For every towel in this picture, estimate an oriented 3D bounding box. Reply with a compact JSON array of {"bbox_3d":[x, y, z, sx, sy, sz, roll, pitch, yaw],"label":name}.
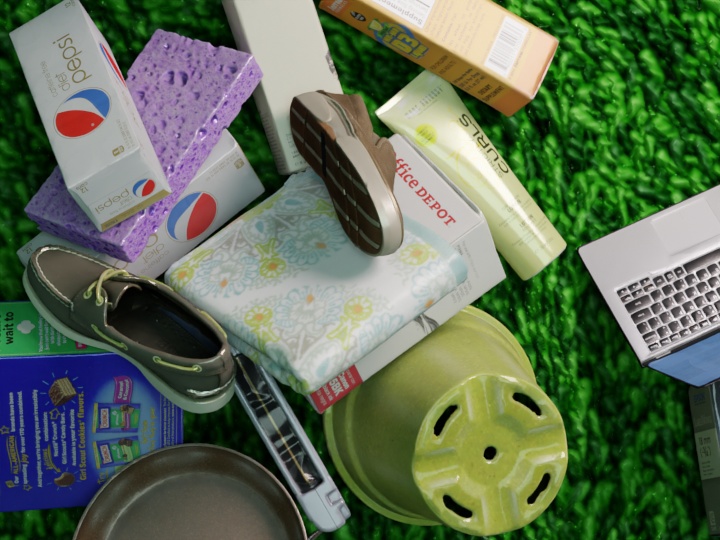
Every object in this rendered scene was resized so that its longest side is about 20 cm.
[{"bbox_3d":[-0.039,0.006,1.428,0.171,0.199,0.048,-38,134,-22],"label":"towel"}]

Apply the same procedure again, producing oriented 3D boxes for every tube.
[{"bbox_3d":[0.100,-0.083,1.592,0.052,0.058,0.200,-37,93,28],"label":"tube"}]

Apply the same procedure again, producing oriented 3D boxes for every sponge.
[{"bbox_3d":[-0.176,-0.104,1.484,0.201,0.111,0.030,-57,144,-20],"label":"sponge"}]

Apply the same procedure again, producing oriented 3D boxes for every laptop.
[{"bbox_3d":[0.316,0.002,1.557,0.186,0.116,0.201,-23,65,-9],"label":"laptop"}]

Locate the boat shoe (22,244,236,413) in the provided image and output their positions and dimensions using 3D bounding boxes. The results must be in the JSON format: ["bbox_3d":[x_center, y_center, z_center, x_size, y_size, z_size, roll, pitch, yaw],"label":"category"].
[{"bbox_3d":[-0.179,0.032,1.402,0.201,0.061,0.072,32,54,18],"label":"boat shoe"}]

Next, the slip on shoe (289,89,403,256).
[{"bbox_3d":[0.002,-0.082,1.429,0.060,0.200,0.077,-10,122,-18],"label":"slip on shoe"}]

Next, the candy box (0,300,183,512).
[{"bbox_3d":[-0.246,0.110,1.483,0.198,0.077,0.170,-3,128,-11],"label":"candy box"}]

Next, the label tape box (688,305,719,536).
[{"bbox_3d":[0.376,0.130,1.634,0.143,0.063,0.202,-5,81,-10],"label":"label tape box"}]

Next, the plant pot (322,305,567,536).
[{"bbox_3d":[0.083,0.137,1.515,0.198,0.184,0.203,-2,97,-13],"label":"plant pot"}]

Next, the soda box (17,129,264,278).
[{"bbox_3d":[-0.182,-0.042,1.517,0.200,0.064,0.068,-39,142,-7],"label":"soda box"}]

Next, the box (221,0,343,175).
[{"bbox_3d":[-0.066,-0.186,1.543,0.068,0.082,0.202,-18,96,-8],"label":"box"}]

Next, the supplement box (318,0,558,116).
[{"bbox_3d":[0.067,-0.213,1.567,0.199,0.067,0.069,30,74,-9],"label":"supplement box"}]

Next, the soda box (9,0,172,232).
[{"bbox_3d":[-0.219,-0.128,1.460,0.068,0.201,0.064,-29,140,2],"label":"soda box"}]

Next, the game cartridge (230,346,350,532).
[{"bbox_3d":[-0.074,0.123,1.521,0.040,0.133,0.201,-30,91,-2],"label":"game cartridge"}]

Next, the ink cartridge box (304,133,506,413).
[{"bbox_3d":[0.000,0.000,1.520,0.199,0.147,0.083,-35,136,-7],"label":"ink cartridge box"}]

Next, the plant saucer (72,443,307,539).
[{"bbox_3d":[-0.136,0.241,1.455,0.198,0.032,0.202,-3,71,7],"label":"plant saucer"}]

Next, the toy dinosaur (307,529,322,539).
[{"bbox_3d":[-0.127,0.259,1.510,0.135,0.199,0.087,24,56,-47],"label":"toy dinosaur"}]
